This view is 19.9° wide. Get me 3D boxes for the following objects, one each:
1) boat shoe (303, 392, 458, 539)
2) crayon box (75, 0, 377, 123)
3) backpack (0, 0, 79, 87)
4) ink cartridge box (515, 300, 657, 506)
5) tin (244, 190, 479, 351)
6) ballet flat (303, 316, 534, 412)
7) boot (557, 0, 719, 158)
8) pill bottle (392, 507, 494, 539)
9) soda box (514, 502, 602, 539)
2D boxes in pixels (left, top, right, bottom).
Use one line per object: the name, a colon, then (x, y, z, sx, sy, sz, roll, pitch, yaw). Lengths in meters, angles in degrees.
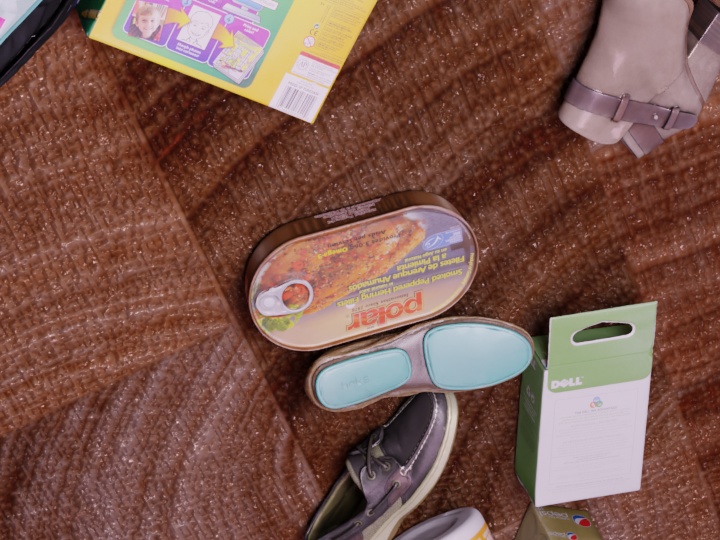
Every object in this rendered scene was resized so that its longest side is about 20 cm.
boat shoe: (0.016, 0.182, 1.804, 0.066, 0.072, 0.202, 16, 118, -30)
crayon box: (-0.099, -0.204, 1.549, 0.199, 0.058, 0.119, 20, 112, -26)
backpack: (-0.277, -0.203, 1.430, 0.153, 0.176, 0.201, 33, 106, -13)
ink cartridge box: (0.199, 0.107, 1.821, 0.103, 0.059, 0.202, -7, 121, -13)
tin: (0.000, 0.000, 1.712, 0.198, 0.042, 0.113, -15, 119, -8)
ballet flat: (0.046, 0.075, 1.748, 0.198, 0.072, 0.068, -14, 105, -8)
boot: (0.210, -0.177, 1.653, 0.199, 0.070, 0.146, 30, 110, -29)
pill bottle: (0.100, 0.326, 1.845, 0.111, 0.112, 0.201, -27, 96, 0)
soda box: (0.161, 0.320, 1.931, 0.063, 0.068, 0.201, 10, 116, -21)
